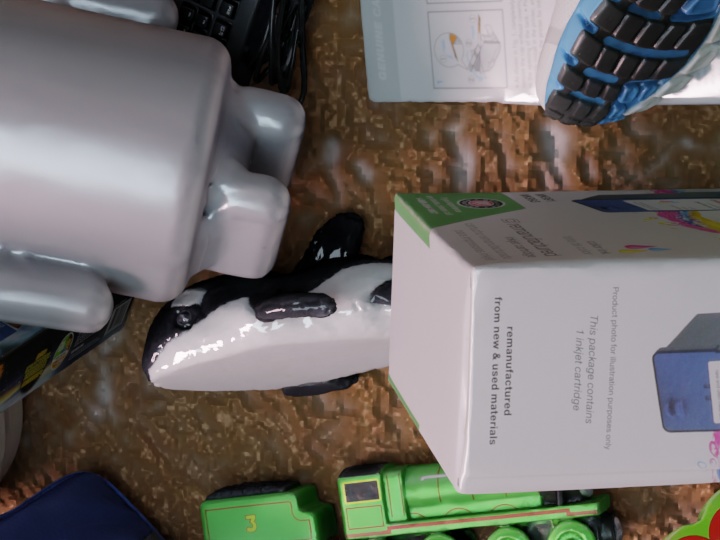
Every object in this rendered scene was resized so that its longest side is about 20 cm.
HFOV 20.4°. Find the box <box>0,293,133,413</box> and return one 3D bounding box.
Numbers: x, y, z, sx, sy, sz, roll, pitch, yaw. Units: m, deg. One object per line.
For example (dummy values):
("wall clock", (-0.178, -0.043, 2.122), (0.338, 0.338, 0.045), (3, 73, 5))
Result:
("box", (-0.192, 0.006, 0.860), (0.136, 0.200, 0.040), (26, 109, 8))

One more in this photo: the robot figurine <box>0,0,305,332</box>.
("robot figurine", (-0.126, -0.053, 0.836), (0.199, 0.170, 0.113), (13, 148, -4))

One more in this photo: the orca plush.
("orca plush", (0.000, 0.000, 0.877), (0.199, 0.105, 0.071), (-16, 66, 21))

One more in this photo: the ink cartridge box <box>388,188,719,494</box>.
("ink cartridge box", (0.120, 0.021, 0.773), (0.199, 0.145, 0.088), (0, 103, -10))

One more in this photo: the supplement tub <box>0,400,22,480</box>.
("supplement tub", (-0.247, 0.083, 0.892), (0.144, 0.200, 0.146), (3, 103, 15))

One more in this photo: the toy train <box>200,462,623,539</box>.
("toy train", (0.020, 0.114, 0.912), (0.199, 0.042, 0.057), (-9, 89, 17))

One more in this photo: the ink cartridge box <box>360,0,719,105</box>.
("ink cartridge box", (0.092, -0.151, 0.842), (0.199, 0.047, 0.161), (3, 104, 32))

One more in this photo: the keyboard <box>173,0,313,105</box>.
("keyboard", (-0.057, -0.146, 0.871), (0.104, 0.040, 0.201), (23, 110, 11))

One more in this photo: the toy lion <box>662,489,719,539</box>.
("toy lion", (0.210, 0.161, 0.793), (0.199, 0.069, 0.192), (-30, 75, -5))

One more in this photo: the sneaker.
("sneaker", (0.114, -0.150, 0.771), (0.087, 0.075, 0.201), (52, 127, 39))

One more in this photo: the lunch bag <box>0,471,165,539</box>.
("lunch bag", (-0.147, 0.182, 0.885), (0.136, 0.200, 0.132), (44, 111, 3))
